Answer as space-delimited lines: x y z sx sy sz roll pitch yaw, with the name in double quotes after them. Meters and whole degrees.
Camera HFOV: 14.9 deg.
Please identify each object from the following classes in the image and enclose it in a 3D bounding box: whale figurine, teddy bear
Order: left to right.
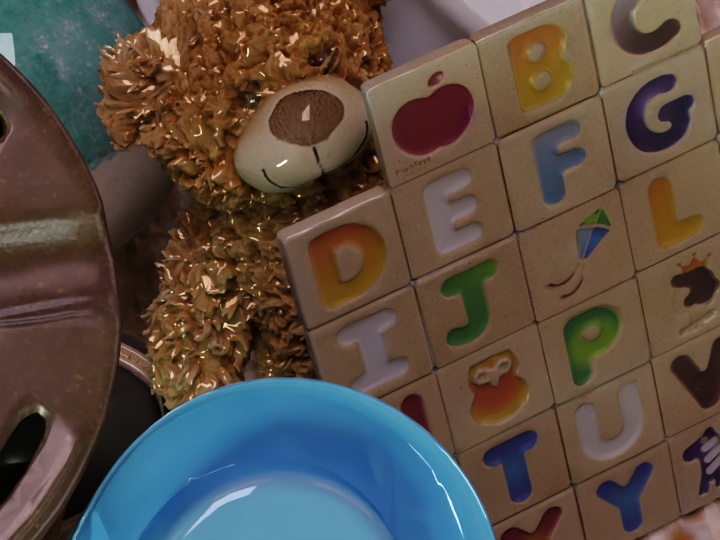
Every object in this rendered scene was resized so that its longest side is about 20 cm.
-0.150 -0.037 0.841 0.200 0.104 0.159 -30 24 -35 "whale figurine"
0.000 0.000 0.806 0.144 0.201 0.067 -2 34 3 "teddy bear"

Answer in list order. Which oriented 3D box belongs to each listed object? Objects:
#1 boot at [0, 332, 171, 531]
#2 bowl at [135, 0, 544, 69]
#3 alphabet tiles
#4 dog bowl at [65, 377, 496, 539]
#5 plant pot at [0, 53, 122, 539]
-0.161 0.068 0.798 0.199 0.138 0.078 -9 101 8 "boot"
-0.010 -0.093 0.890 0.090 0.201 0.201 -43 60 15 "bowl"
0.065 0.007 0.797 0.166 0.200 0.006 -24 39 -12 "alphabet tiles"
-0.047 0.119 0.688 0.111 0.050 0.200 33 85 -13 "dog bowl"
-0.150 0.024 0.660 0.200 0.198 0.201 3 80 -15 "plant pot"
